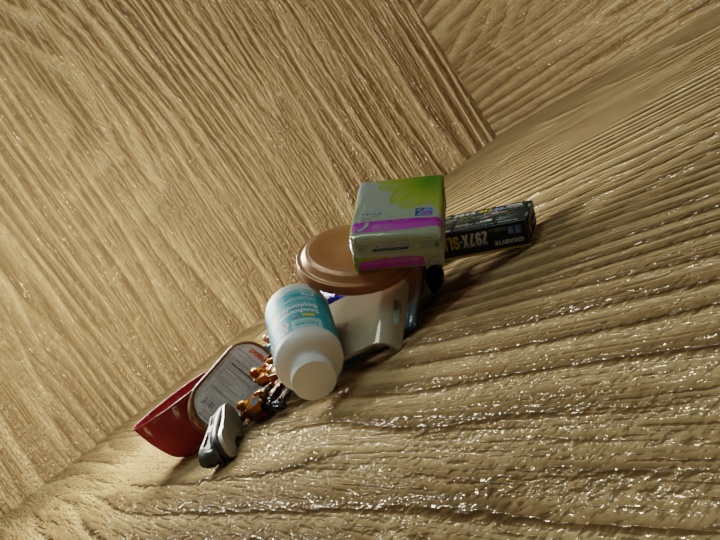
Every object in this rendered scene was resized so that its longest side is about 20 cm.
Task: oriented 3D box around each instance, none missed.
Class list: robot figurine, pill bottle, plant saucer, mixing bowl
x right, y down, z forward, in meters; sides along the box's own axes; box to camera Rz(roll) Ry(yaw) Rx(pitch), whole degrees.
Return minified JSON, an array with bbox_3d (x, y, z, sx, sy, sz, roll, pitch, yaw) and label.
[{"bbox_3d":[-0.147,0.188,1.618,0.200,0.058,0.147,-42,24,49],"label":"robot figurine"},{"bbox_3d":[-0.087,0.114,1.447,0.110,0.111,0.201,-34,31,6],"label":"pill bottle"},{"bbox_3d":[-0.010,-0.025,1.543,0.196,0.033,0.202,-3,33,2],"label":"plant saucer"},{"bbox_3d":[-0.336,0.293,1.815,0.199,0.109,0.200,-35,5,3],"label":"mixing bowl"}]

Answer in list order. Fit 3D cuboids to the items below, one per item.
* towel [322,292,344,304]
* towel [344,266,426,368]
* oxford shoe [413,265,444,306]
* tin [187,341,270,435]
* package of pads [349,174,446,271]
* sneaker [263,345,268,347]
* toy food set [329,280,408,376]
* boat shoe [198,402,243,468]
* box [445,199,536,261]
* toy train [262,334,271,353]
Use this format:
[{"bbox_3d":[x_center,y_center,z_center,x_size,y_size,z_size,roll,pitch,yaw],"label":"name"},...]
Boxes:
[{"bbox_3d":[0.000,0.000,1.674,0.148,0.050,0.199,-46,17,-25],"label":"towel"},{"bbox_3d":[0.030,0.082,1.571,0.198,0.022,0.148,-30,34,33],"label":"towel"},{"bbox_3d":[0.126,0.010,1.660,0.073,0.071,0.201,-28,19,30],"label":"oxford shoe"},{"bbox_3d":[-0.237,0.219,1.727,0.201,0.111,0.042,-50,-3,-30],"label":"tin"},{"bbox_3d":[0.062,-0.079,1.513,0.151,0.069,0.201,-4,32,10],"label":"package of pads"},{"bbox_3d":[-0.199,0.230,1.834,0.200,0.074,0.080,-61,-4,-62],"label":"sneaker"},{"bbox_3d":[-0.005,0.107,1.521,0.198,0.060,0.145,-28,35,33],"label":"toy food set"},{"bbox_3d":[-0.240,0.279,1.574,0.056,0.068,0.200,-30,9,2],"label":"boat shoe"},{"bbox_3d":[0.197,-0.066,1.584,0.196,0.050,0.160,-10,11,16],"label":"box"},{"bbox_3d":[-0.094,0.084,1.759,0.148,0.056,0.200,7,35,25],"label":"toy train"}]
